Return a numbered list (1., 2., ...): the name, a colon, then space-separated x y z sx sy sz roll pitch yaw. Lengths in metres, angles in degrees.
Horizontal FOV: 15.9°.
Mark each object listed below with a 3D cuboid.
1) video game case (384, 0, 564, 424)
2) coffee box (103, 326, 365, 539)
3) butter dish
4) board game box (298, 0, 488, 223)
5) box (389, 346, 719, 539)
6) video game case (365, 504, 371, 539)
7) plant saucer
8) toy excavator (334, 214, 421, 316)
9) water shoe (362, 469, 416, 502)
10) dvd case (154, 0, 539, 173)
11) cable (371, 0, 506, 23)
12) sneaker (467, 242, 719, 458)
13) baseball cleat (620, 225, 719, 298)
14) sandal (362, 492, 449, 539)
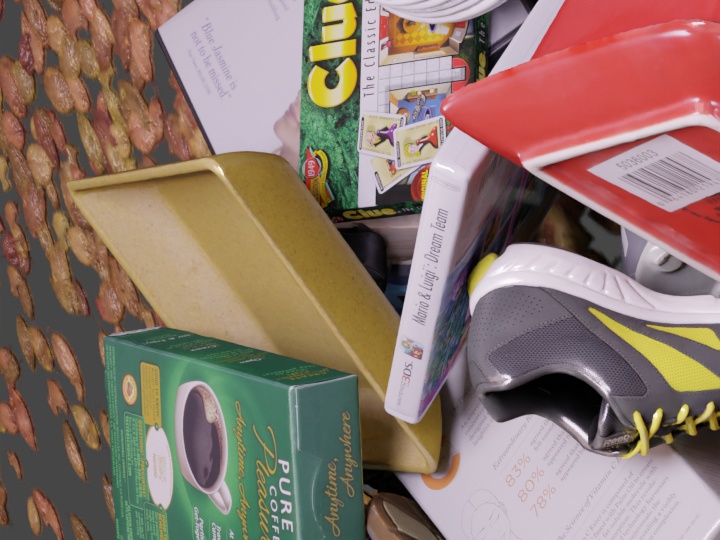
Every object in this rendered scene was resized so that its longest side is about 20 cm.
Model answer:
1. video game case: 0.072 -0.050 1.257 0.024 0.200 0.182 24 140 12
2. coffee box: -0.068 0.102 1.350 0.200 0.044 0.124 8 104 56
3. butter dish: 0.171 -0.090 1.095 0.200 0.199 0.148 -13 55 58
4. board game box: 0.018 -0.127 1.353 0.104 0.023 0.201 -8 73 30
5. box: 0.124 0.118 1.287 0.125 0.097 0.200 -56 43 15
6. video game case: -0.040 0.123 1.517 0.143 0.018 0.200 37 -179 -18
7. plant saucer: -0.047 0.013 1.354 0.200 0.048 0.200 54 157 -16
8. toy excavator: 0.000 0.000 1.470 0.200 0.193 0.100 76 -166 -61
9. water shoe: 0.031 0.125 1.560 0.071 0.079 0.201 13 117 61
10. dvd case: -0.008 -0.130 1.391 0.200 0.018 0.143 -35 62 16
11. cable: 0.040 -0.223 1.280 0.200 0.069 0.200 -52 51 32
12. sneaker: 0.140 0.056 1.197 0.075 0.199 0.085 102 -177 -55
13. baseball cleat: 0.152 -0.059 1.248 0.107 0.069 0.201 -122 31 -55
14. sandal: 0.063 0.188 1.336 0.200 0.055 0.082 44 -175 -38
